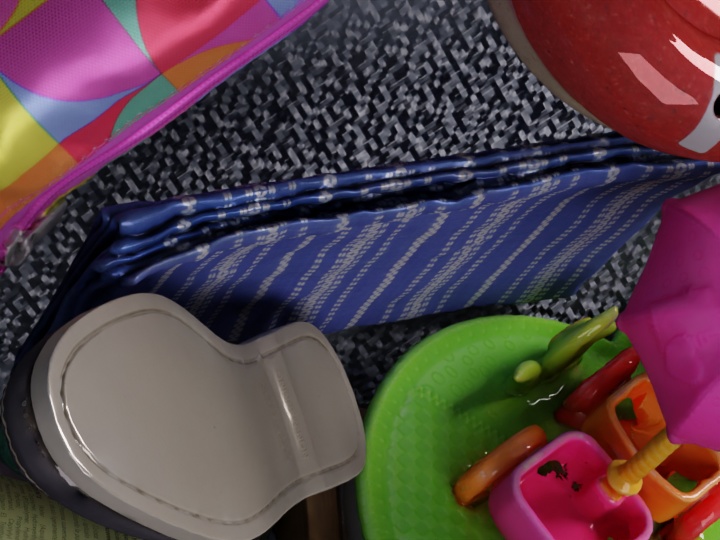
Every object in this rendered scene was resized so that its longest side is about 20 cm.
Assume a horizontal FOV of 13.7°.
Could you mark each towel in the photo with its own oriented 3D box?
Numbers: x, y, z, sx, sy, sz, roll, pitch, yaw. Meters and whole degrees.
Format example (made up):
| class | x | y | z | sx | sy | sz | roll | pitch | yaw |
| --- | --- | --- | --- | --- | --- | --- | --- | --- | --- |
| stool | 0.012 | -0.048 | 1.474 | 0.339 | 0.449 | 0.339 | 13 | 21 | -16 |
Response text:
| class | x | y | z | sx | sy | sz | roll | pitch | yaw |
| --- | --- | --- | --- | --- | --- | --- | --- | --- | --- |
| towel | 0.000 | 0.000 | 0.912 | 0.200 | 0.024 | 0.145 | -9 | 164 | -20 |

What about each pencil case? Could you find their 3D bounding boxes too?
| class | x | y | z | sx | sy | sz | roll | pitch | yaw |
| --- | --- | --- | --- | --- | --- | --- | --- | --- | --- |
| pencil case | -0.063 | -0.077 | 0.836 | 0.200 | 0.088 | 0.088 | -40 | 131 | 6 |

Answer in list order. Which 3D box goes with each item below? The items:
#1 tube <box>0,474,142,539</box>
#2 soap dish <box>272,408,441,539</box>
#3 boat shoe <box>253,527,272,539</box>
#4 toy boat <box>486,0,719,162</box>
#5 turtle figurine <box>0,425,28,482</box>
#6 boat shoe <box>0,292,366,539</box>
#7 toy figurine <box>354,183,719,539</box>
| class | x | y | z | sx | sy | sz | roll | pitch | yaw |
| --- | --- | --- | --- | --- | --- | --- | --- | --- | --- |
| tube | -0.072 | 0.092 | 0.848 | 0.200 | 0.058 | 0.052 | 16 | 156 | -23 |
| soap dish | 0.048 | 0.149 | 0.997 | 0.157 | 0.200 | 0.081 | 4 | 163 | -29 |
| boat shoe | -0.081 | 0.131 | 0.995 | 0.072 | 0.060 | 0.202 | 21 | 113 | -36 |
| toy boat | 0.121 | -0.126 | 0.828 | 0.130 | 0.131 | 0.200 | 18 | 93 | -32 |
| turtle figurine | -0.123 | 0.151 | 0.908 | 0.150 | 0.101 | 0.200 | 33 | 84 | -45 |
| boat shoe | -0.060 | 0.050 | 0.861 | 0.063 | 0.073 | 0.200 | -20 | 172 | 19 |
| toy figurine | 0.121 | 0.030 | 0.917 | 0.200 | 0.150 | 0.184 | -31 | 170 | -40 |
